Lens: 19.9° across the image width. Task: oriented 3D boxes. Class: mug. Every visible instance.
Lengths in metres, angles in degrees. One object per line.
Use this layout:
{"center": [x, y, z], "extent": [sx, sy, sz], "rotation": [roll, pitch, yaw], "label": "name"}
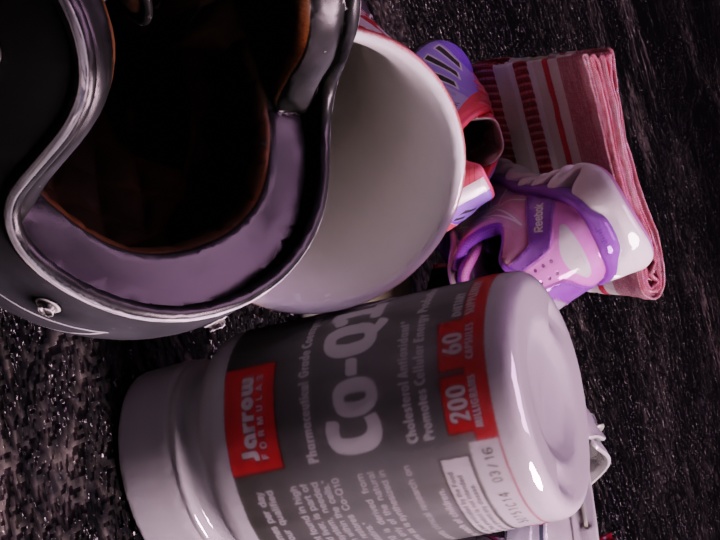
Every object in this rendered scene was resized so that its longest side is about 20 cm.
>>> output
{"center": [-0.041, -0.100, 0.979], "extent": [0.200, 0.133, 0.179], "rotation": [-116, -170, -64], "label": "mug"}

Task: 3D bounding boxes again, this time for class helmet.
{"center": [-0.102, -0.076, 0.787], "extent": [0.201, 0.199, 0.192], "rotation": [-77, 180, -51], "label": "helmet"}

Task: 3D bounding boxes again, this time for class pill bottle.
{"center": [-0.004, 0.074, 0.947], "extent": [0.114, 0.199, 0.115], "rotation": [-13, 90, -70], "label": "pill bottle"}

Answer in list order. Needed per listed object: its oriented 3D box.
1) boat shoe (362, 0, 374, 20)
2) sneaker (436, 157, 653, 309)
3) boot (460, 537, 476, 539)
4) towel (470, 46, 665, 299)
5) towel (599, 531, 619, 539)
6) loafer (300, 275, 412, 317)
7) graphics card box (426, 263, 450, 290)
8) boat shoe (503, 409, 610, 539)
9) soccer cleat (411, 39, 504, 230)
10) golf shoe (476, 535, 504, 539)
{"center": [-0.010, -0.130, 1.269], "extent": [0.200, 0.070, 0.066], "rotation": [56, 29, -30], "label": "boat shoe"}
{"center": [0.081, -0.011, 1.172], "extent": [0.081, 0.088, 0.200], "rotation": [57, -18, -12], "label": "sneaker"}
{"center": [0.038, 0.218, 1.146], "extent": [0.070, 0.200, 0.132], "rotation": [-16, 138, -46], "label": "boot"}
{"center": [0.116, -0.058, 1.229], "extent": [0.200, 0.023, 0.145], "rotation": [-171, -115, -70], "label": "towel"}
{"center": [0.114, 0.269, 1.271], "extent": [0.199, 0.022, 0.146], "rotation": [-29, 113, -40], "label": "towel"}
{"center": [0.000, 0.000, 1.197], "extent": [0.075, 0.069, 0.201], "rotation": [-57, 131, -64], "label": "loafer"}
{"center": [0.065, 0.071, 1.267], "extent": [0.200, 0.050, 0.126], "rotation": [-58, 147, -79], "label": "graphics card box"}
{"center": [0.127, 0.120, 1.315], "extent": [0.074, 0.066, 0.201], "rotation": [88, 6, -50], "label": "boat shoe"}
{"center": [0.054, -0.081, 1.194], "extent": [0.068, 0.073, 0.200], "rotation": [63, 23, -23], "label": "soccer cleat"}
{"center": [0.105, 0.204, 1.328], "extent": [0.200, 0.092, 0.073], "rotation": [11, 68, -67], "label": "golf shoe"}
